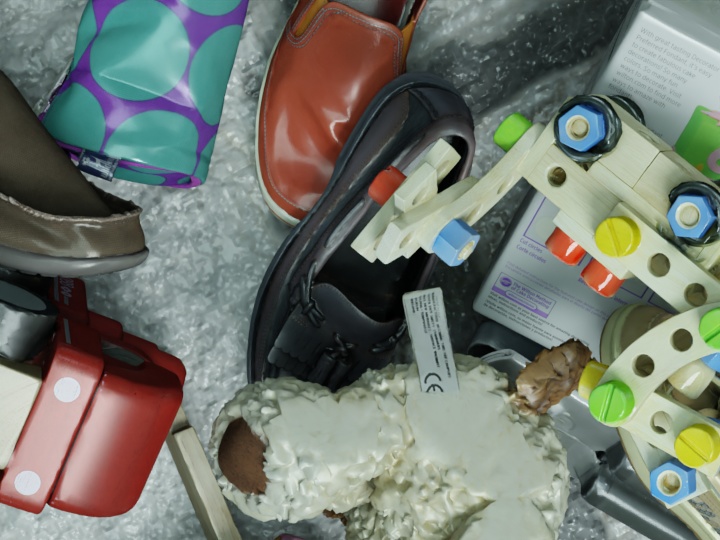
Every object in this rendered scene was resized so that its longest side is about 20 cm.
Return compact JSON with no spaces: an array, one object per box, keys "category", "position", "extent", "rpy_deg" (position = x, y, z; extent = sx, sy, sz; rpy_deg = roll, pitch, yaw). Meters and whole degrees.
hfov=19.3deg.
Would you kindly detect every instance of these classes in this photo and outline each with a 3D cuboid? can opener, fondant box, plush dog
[{"category":"can opener","position":[0.140,0.089,1.067],"extent":[0.200,0.067,0.053],"rpy_deg":[31,137,-10]},{"category":"fondant box","position":[0.159,-0.030,1.008],"extent":[0.144,0.058,0.200],"rpy_deg":[27,132,1]},{"category":"plush dog","position":[0.038,0.113,1.020],"extent":[0.200,0.172,0.160],"rpy_deg":[41,68,11]}]

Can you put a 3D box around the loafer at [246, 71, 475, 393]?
[{"category":"loafer","position":[0.000,0.000,1.044],"extent":[0.072,0.063,0.200],"rpy_deg":[18,106,-22]}]

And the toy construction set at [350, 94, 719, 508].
[{"category":"toy construction set","position":[0.101,0.000,0.929],"extent":[0.200,0.092,0.131],"rpy_deg":[36,109,4]}]

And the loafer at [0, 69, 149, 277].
[{"category":"loafer","position":[-0.183,-0.059,0.994],"extent":[0.200,0.073,0.071],"rpy_deg":[27,109,18]}]

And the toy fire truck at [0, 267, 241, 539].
[{"category":"toy fire truck","position":[-0.121,0.079,1.029],"extent":[0.200,0.176,0.129],"rpy_deg":[22,100,-14]}]

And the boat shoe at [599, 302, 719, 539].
[{"category":"boat shoe","position":[0.183,0.097,0.997],"extent":[0.063,0.073,0.200],"rpy_deg":[-23,106,42]}]

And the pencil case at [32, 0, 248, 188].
[{"category":"pencil case","position":[-0.100,-0.143,1.052],"extent":[0.092,0.085,0.200],"rpy_deg":[14,93,-7]}]

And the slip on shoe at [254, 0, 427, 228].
[{"category":"slip on shoe","position":[-0.004,-0.116,1.061],"extent":[0.074,0.061,0.200],"rpy_deg":[21,95,-1]}]

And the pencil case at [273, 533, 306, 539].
[{"category":"pencil case","position":[-0.080,0.217,1.052],"extent":[0.200,0.083,0.087],"rpy_deg":[-40,124,15]}]
